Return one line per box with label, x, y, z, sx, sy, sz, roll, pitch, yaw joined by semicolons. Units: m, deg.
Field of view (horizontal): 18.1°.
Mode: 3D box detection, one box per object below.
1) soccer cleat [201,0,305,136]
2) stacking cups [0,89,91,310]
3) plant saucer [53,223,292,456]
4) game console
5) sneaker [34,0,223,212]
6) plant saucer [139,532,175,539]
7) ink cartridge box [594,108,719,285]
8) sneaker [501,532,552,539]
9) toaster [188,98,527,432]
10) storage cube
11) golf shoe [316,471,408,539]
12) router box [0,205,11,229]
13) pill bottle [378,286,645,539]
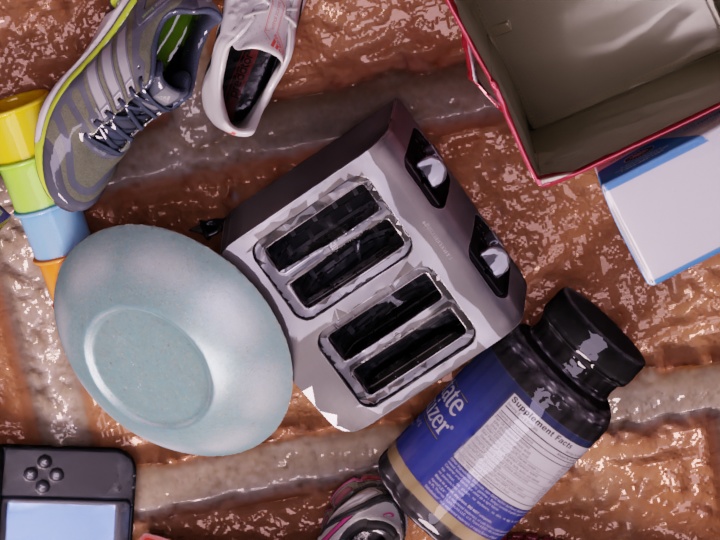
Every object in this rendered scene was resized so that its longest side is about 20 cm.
soccer cleat;-0.068;-0.191;1.629;0.069;0.085;0.200;14;108;-16
stacking cups;-0.234;-0.032;1.696;0.060;0.061;0.200;-14;106;5
plant saucer;-0.146;0.062;1.648;0.201;0.039;0.201;15;127;20
game console;-0.257;0.241;1.715;0.176;0.116;0.200;3;98;-12
sneaker;-0.168;-0.130;1.634;0.074;0.081;0.200;20;101;-42
plant saucer;-0.084;0.311;1.756;0.199;0.037;0.200;11;109;37
ink cartridge box;0.244;-0.076;1.601;0.146;0.200;0.086;-27;102;8
sneaker;0.162;0.259;1.759;0.200;0.081;0.075;12;108;-3
toaster;0.000;0.000;1.669;0.200;0.119;0.181;-33;102;10
storage cube;0.165;-0.185;1.583;0.200;0.180;0.171;-26;104;7
golf shoe;-0.027;0.254;1.755;0.073;0.092;0.200;24;106;-8
router box;-0.386;-0.023;1.688;0.157;0.052;0.200;43;112;-10
pill bottle;0.117;0.112;1.702;0.112;0.112;0.200;40;102;-10
